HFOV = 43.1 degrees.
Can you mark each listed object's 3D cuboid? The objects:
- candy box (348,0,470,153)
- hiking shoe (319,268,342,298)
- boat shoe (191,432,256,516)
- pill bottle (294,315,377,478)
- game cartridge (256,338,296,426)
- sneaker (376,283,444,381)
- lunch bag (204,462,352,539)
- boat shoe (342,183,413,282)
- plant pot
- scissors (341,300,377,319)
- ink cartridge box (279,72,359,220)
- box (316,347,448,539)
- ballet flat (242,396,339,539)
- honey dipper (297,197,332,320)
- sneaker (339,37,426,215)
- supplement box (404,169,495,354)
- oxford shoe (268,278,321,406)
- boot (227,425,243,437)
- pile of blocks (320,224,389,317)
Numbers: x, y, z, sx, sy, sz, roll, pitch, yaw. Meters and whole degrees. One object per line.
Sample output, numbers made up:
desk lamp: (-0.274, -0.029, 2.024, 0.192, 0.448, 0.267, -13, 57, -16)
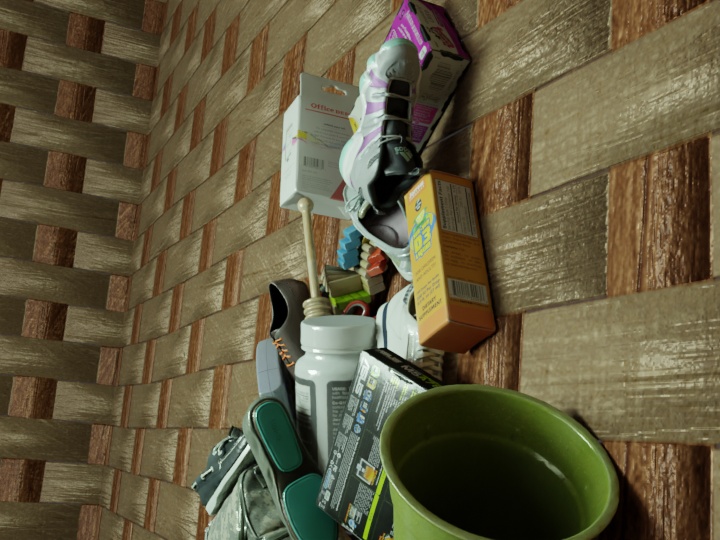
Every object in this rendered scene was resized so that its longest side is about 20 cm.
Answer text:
candy box: (0.058, -0.238, 1.204, 0.136, 0.061, 0.200, -107, 34, -44)
hiking shoe: (-0.059, 0.075, 1.358, 0.200, 0.076, 0.101, -49, 16, 57)
boat shoe: (-0.183, 0.265, 1.246, 0.060, 0.076, 0.200, 46, 129, 16)
pill bottle: (-0.024, 0.161, 1.127, 0.113, 0.113, 0.200, -167, 75, -66)
game cartridge: (-0.114, 0.172, 1.276, 0.200, 0.041, 0.133, -109, 9, -73)
sneaker: (0.064, 0.106, 1.052, 0.080, 0.076, 0.200, -40, 46, 42)
lunch bag: (-0.126, 0.366, 1.228, 0.168, 0.139, 0.200, 54, 139, 23)
boat shoe: (0.031, -0.065, 1.144, 0.074, 0.065, 0.202, -37, 45, 4)
plant pot: (0.104, 0.236, 0.803, 0.200, 0.200, 0.190, -118, 30, -54)
scissors: (-0.017, 0.139, 1.198, 0.014, 0.073, 0.200, -3, -65, -81)
ink cartridge box: (-0.053, -0.186, 1.367, 0.067, 0.116, 0.200, 144, 132, -58)
box: (0.052, 0.211, 0.974, 0.193, 0.047, 0.200, 26, 108, 36)
ballet flat: (-0.083, 0.245, 1.081, 0.200, 0.067, 0.064, 66, 153, 9)
honey dipper: (-0.064, -0.007, 1.221, 0.038, 0.038, 0.200, -44, 47, 53)
sneaker: (0.045, -0.160, 1.073, 0.140, 0.078, 0.200, -123, 40, -49)
supplement box: (0.097, -0.012, 1.024, 0.067, 0.069, 0.200, -46, 38, 48)
oxford shoe: (-0.089, 0.108, 1.214, 0.071, 0.072, 0.200, -31, 62, 47)
boot: (-0.127, 0.298, 1.328, 0.200, 0.131, 0.068, -132, 55, -61)
pile of blocks: (0.000, 0.000, 1.218, 0.062, 0.082, 0.200, -146, 69, -65)
